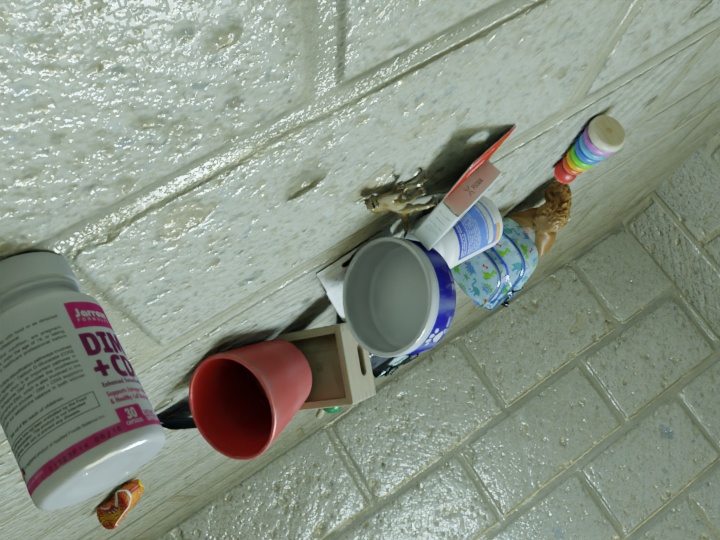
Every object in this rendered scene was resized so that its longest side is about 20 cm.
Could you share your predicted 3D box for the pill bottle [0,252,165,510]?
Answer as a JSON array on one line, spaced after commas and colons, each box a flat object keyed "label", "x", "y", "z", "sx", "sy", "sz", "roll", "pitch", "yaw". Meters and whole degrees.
[{"label": "pill bottle", "x": -0.266, "y": 0.092, "z": 0.536, "sx": 0.113, "sy": 0.201, "sz": 0.114, "roll": -31, "pitch": 165, "yaw": -10}]

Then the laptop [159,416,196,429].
[{"label": "laptop", "x": -0.330, "y": 0.274, "z": 1.305, "sx": 0.201, "sy": 0.102, "sz": 0.178, "roll": -58, "pitch": 172, "yaw": -17}]

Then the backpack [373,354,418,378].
[{"label": "backpack", "x": 0.072, "y": 0.189, "z": 1.613, "sx": 0.175, "sy": 0.154, "sz": 0.200, "roll": -34, "pitch": 173, "yaw": -4}]

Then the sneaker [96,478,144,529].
[{"label": "sneaker", "x": -0.627, "y": 0.618, "z": 1.590, "sx": 0.200, "sy": 0.073, "sz": 0.077, "roll": -41, "pitch": 174, "yaw": 29}]

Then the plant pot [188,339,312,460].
[{"label": "plant pot", "x": -0.194, "y": 0.225, "z": 1.145, "sx": 0.200, "sy": 0.201, "sz": 0.177, "roll": -43, "pitch": 172, "yaw": 28}]

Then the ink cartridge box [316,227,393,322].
[{"label": "ink cartridge box", "x": 0.000, "y": 0.000, "z": 1.156, "sx": 0.160, "sy": 0.050, "sz": 0.201, "roll": -34, "pitch": 146, "yaw": -5}]

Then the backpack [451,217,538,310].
[{"label": "backpack", "x": 0.331, "y": -0.017, "z": 1.508, "sx": 0.146, "sy": 0.184, "sz": 0.201, "roll": -22, "pitch": 155, "yaw": -41}]

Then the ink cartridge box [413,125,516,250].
[{"label": "ink cartridge box", "x": 0.188, "y": -0.140, "z": 1.015, "sx": 0.200, "sy": 0.044, "sz": 0.174, "roll": -42, "pitch": 175, "yaw": -46}]

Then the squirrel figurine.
[{"label": "squirrel figurine", "x": 0.493, "y": -0.139, "z": 1.584, "sx": 0.186, "sy": 0.142, "sz": 0.200, "roll": -31, "pitch": 168, "yaw": -37}]

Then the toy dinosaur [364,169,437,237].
[{"label": "toy dinosaur", "x": 0.066, "y": -0.109, "z": 0.954, "sx": 0.100, "sy": 0.059, "sz": 0.200, "roll": -23, "pitch": 165, "yaw": 18}]

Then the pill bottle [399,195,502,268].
[{"label": "pill bottle", "x": 0.169, "y": -0.065, "z": 1.154, "sx": 0.198, "sy": 0.113, "sz": 0.112, "roll": -24, "pitch": 162, "yaw": -33}]

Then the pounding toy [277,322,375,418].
[{"label": "pounding toy", "x": -0.067, "y": 0.219, "z": 1.270, "sx": 0.182, "sy": 0.203, "sz": 0.142, "roll": -12, "pitch": 176, "yaw": 28}]

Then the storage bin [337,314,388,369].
[{"label": "storage bin", "x": 0.017, "y": 0.146, "z": 1.414, "sx": 0.093, "sy": 0.136, "sz": 0.200, "roll": -31, "pitch": 164, "yaw": -14}]

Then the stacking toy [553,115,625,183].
[{"label": "stacking toy", "x": 0.498, "y": -0.260, "z": 1.359, "sx": 0.085, "sy": 0.086, "sz": 0.200, "roll": -28, "pitch": 170, "yaw": -22}]

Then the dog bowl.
[{"label": "dog bowl", "x": 0.064, "y": 0.046, "z": 1.043, "sx": 0.078, "sy": 0.202, "sz": 0.200, "roll": 4, "pitch": 141, "yaw": -47}]
